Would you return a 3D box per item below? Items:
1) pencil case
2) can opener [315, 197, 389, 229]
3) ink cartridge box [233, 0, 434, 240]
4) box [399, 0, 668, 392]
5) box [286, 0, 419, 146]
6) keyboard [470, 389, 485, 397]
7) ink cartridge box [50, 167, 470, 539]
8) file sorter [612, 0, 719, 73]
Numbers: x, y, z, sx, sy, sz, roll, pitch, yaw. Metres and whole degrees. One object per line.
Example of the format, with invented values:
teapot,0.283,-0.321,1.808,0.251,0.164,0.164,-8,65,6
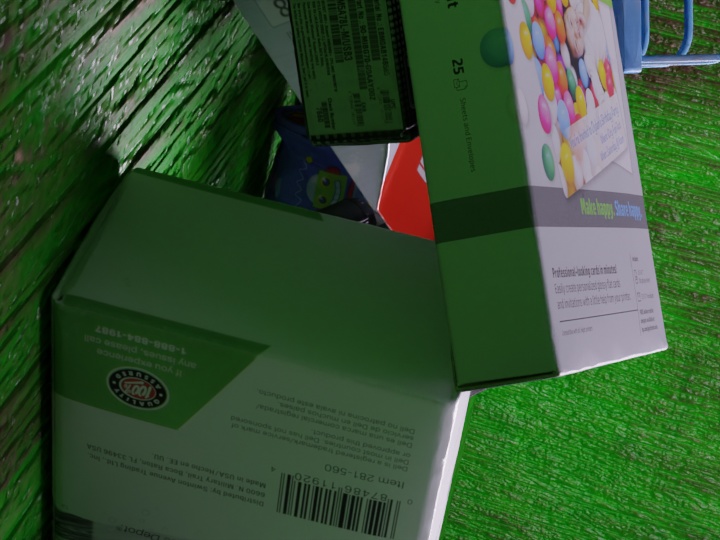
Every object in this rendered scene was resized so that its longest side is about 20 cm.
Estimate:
pencil case,-0.022,0.010,0.944,0.087,0.078,0.201,-72,174,-68
can opener,0.000,0.000,0.849,0.200,0.053,0.067,-20,127,-43
ink cartridge box,0.028,-0.103,0.809,0.200,0.047,0.160,54,36,-27
box,0.061,-0.063,0.659,0.156,0.041,0.201,-1,81,-68
box,0.019,-0.164,0.705,0.193,0.047,0.201,-34,119,-62
keyboard,-0.021,0.066,0.895,0.199,0.040,0.104,-23,133,-25
ink cartridge box,-0.038,0.077,0.705,0.084,0.145,0.201,-69,171,-48
file sorter,0.147,-0.184,1.091,0.200,0.122,0.139,7,-80,63
